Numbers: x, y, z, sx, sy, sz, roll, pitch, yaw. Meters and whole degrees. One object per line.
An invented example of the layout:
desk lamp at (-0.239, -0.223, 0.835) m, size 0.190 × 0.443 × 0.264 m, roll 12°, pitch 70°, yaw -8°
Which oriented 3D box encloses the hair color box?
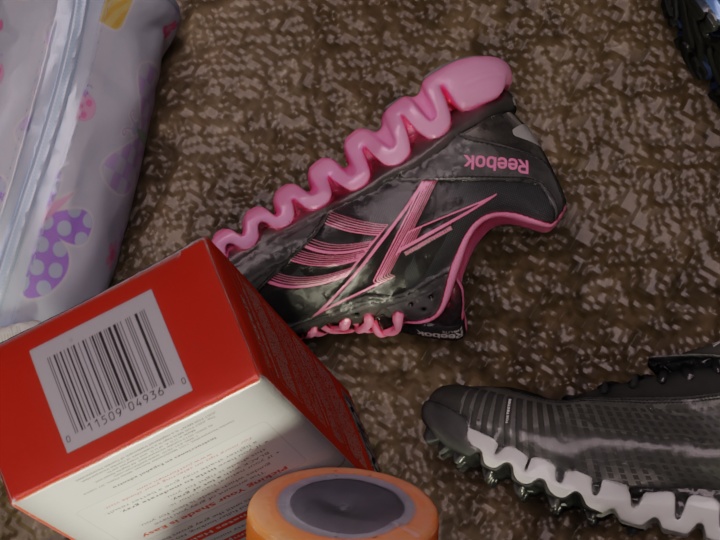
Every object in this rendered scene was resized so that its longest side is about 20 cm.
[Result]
hair color box at (-0.062, 0.066, 0.814) m, size 0.101 × 0.200 × 0.062 m, roll -26°, pitch 66°, yaw 4°

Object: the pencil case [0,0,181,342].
pencil case at (-0.138, -0.033, 0.903) m, size 0.082 × 0.091 × 0.202 m, roll 13°, pitch 83°, yaw 12°

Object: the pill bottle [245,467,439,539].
pill bottle at (-0.010, 0.178, 0.800) m, size 0.105 × 0.106 × 0.202 m, roll 6°, pitch 110°, yaw 11°

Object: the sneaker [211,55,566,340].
sneaker at (0.000, 0.000, 0.888) m, size 0.199 × 0.079 × 0.096 m, roll -36°, pitch 88°, yaw 4°

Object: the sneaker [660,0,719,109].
sneaker at (0.200, -0.080, 0.868) m, size 0.200 × 0.075 × 0.078 m, roll 44°, pitch 81°, yaw 5°

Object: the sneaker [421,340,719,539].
sneaker at (0.126, 0.064, 0.857) m, size 0.198 × 0.066 × 0.091 m, roll 15°, pitch 81°, yaw 8°
